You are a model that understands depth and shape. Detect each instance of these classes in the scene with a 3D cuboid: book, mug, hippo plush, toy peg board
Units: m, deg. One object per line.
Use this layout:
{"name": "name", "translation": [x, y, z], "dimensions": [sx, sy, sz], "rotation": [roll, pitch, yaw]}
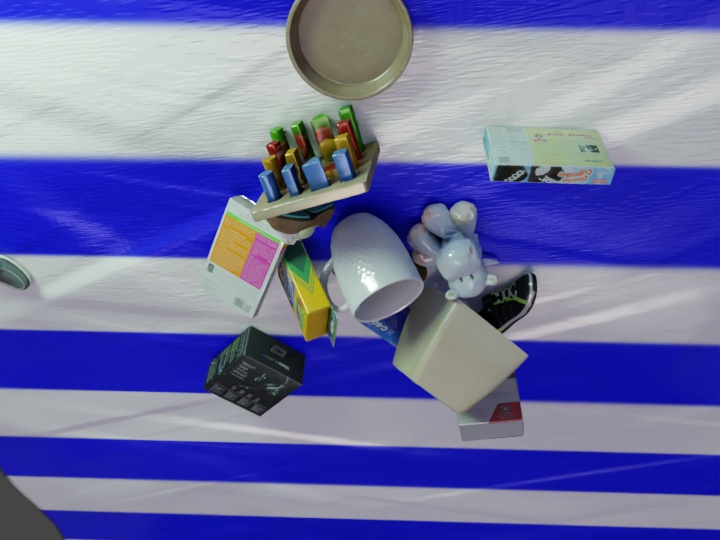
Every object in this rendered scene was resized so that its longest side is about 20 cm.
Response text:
{"name": "book", "translation": [-0.224, -0.024, 1.184], "dimensions": [0.133, 0.048, 0.201], "rotation": [31, 111, 9]}
{"name": "mug", "translation": [0.000, 0.000, 1.171], "dimensions": [0.199, 0.177, 0.147], "rotation": [-38, 152, 23]}
{"name": "hippo plush", "translation": [0.174, -0.014, 1.171], "dimensions": [0.158, 0.162, 0.201], "rotation": [-18, 127, 17]}
{"name": "toy peg board", "translation": [-0.082, -0.187, 1.013], "dimensions": [0.198, 0.200, 0.099], "rotation": [-14, 117, 15]}

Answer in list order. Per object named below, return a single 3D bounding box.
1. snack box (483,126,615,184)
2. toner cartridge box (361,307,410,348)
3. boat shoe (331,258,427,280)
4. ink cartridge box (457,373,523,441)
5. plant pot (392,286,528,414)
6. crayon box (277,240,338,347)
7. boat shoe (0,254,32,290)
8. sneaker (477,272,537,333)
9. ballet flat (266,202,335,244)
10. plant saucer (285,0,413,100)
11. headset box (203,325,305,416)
{"name": "snack box", "translation": [0.314, -0.195, 1.030], "dimensions": [0.197, 0.117, 0.037], "rotation": [2, 135, 1]}
{"name": "toner cartridge box", "translation": [0.070, 0.109, 1.349], "dimensions": [0.199, 0.096, 0.043], "rotation": [36, 127, -28]}
{"name": "boat shoe", "translation": [0.037, 0.003, 1.271], "dimensions": [0.198, 0.074, 0.063], "rotation": [1, 165, -6]}
{"name": "ink cartridge box", "translation": [0.296, 0.287, 1.437], "dimensions": [0.145, 0.202, 0.083], "rotation": [-8, 137, 11]}
{"name": "plant pot", "translation": [0.181, 0.171, 1.252], "dimensions": [0.199, 0.200, 0.178], "rotation": [38, 85, -16]}
{"name": "crayon box", "translation": [-0.109, 0.050, 1.209], "dimensions": [0.051, 0.201, 0.126], "rotation": [-19, 153, -17]}
{"name": "boat shoe", "translation": [-0.804, -0.007, 1.295], "dimensions": [0.072, 0.062, 0.200], "rotation": [-31, 125, 28]}
{"name": "sneaker", "translation": [0.306, 0.076, 1.323], "dimensions": [0.082, 0.072, 0.201], "rotation": [18, 132, -13]}
{"name": "ballet flat", "translation": [-0.114, -0.087, 1.109], "dimensions": [0.067, 0.200, 0.073], "rotation": [25, 113, 19]}
{"name": "plant saucer", "translation": [-0.017, -0.361, 0.946], "dimensions": [0.197, 0.030, 0.202], "rotation": [1, 133, 1]}
{"name": "headset box", "translation": [-0.254, 0.247, 1.495], "dimensions": [0.173, 0.093, 0.200], "rotation": [32, 127, -25]}
